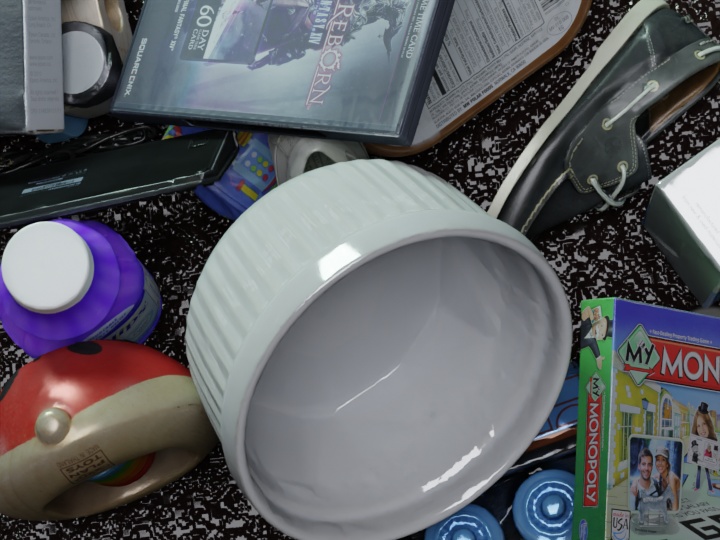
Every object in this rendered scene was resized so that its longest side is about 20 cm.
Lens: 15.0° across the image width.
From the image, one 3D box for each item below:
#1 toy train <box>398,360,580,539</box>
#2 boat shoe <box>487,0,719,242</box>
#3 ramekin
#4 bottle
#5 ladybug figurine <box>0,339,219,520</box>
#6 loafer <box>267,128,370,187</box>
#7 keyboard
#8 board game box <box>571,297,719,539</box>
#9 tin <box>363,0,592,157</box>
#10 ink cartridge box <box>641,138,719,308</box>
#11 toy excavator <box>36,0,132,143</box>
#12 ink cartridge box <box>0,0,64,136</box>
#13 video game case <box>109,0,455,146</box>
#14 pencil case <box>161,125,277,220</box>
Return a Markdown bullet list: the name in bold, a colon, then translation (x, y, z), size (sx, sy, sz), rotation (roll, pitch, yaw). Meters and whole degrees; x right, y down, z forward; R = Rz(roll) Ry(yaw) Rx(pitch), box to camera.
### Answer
- **toy train**: translation (0.097, 0.110, 1.552), size (0.199, 0.087, 0.115), rotation (-20, 74, -2)
- **boat shoe**: translation (0.135, -0.067, 1.585), size (0.068, 0.072, 0.200), rotation (38, 82, 12)
- **ramekin**: translation (0.002, 0.036, 1.449), size (0.200, 0.200, 0.105), rotation (-36, 45, -4)
- **bottle**: translation (-0.159, 0.013, 1.516), size (0.083, 0.200, 0.065), rotation (-38, 82, -4)
- **ladybug figurine**: translation (-0.146, 0.085, 1.505), size (0.135, 0.200, 0.072), rotation (-25, 78, 2)
- **loafer**: translation (0.000, 0.000, 1.540), size (0.070, 0.070, 0.201), rotation (-23, 116, 5)
- **keyboard**: translation (-0.164, -0.049, 1.529), size (0.199, 0.127, 0.021), rotation (-11, 112, 12)
- **board game box**: translation (0.199, 0.095, 1.515), size (0.199, 0.029, 0.135), rotation (10, 79, -39)
- **tin**: translation (0.051, -0.146, 1.577), size (0.200, 0.042, 0.112), rotation (-37, 116, -18)
- **ink cartridge box**: translation (0.261, -0.069, 1.560), size (0.200, 0.115, 0.068), rotation (-35, 81, -5)
- **toy excavator**: translation (-0.236, -0.159, 1.608), size (0.199, 0.100, 0.195), rotation (-16, 85, 14)
- **ink cartridge box**: translation (-0.261, -0.174, 1.557), size (0.197, 0.047, 0.201), rotation (-1, 94, 29)
- **video game case**: translation (-0.038, -0.143, 1.506), size (0.199, 0.019, 0.144), rotation (7, 73, 36)
- **pencil case**: translation (-0.040, -0.124, 1.598), size (0.087, 0.078, 0.200), rotation (29, 82, 27)
